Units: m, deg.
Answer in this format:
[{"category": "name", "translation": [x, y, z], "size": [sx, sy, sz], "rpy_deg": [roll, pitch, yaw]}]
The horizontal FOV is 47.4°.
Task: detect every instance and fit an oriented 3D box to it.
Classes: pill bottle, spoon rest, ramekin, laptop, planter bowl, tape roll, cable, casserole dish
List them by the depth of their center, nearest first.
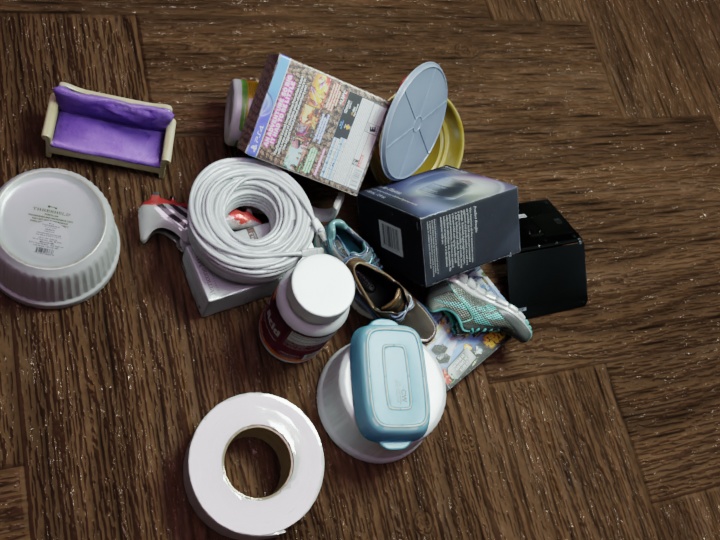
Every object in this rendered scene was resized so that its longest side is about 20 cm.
[{"category": "tape roll", "translation": [-0.155, 0.285, 1.190], "size": [0.200, 0.071, 0.205], "rpy_deg": [8, 65, -17]}, {"category": "ramekin", "translation": [-0.455, -0.054, 1.209], "size": [0.197, 0.105, 0.203], "rpy_deg": [8, 65, -17]}, {"category": "casserole dish", "translation": [0.048, 0.163, 1.223], "size": [0.119, 0.039, 0.203], "rpy_deg": [3, 68, -18]}, {"category": "pill bottle", "translation": [-0.082, 0.059, 1.239], "size": [0.113, 0.200, 0.116], "rpy_deg": [7, 65, -16]}, {"category": "cable", "translation": [-0.169, -0.078, 1.264], "size": [0.198, 0.069, 0.202], "rpy_deg": [-15, 70, -23]}, {"category": "ramekin", "translation": [0.038, 0.192, 1.284], "size": [0.198, 0.098, 0.203], "rpy_deg": [7, 66, -17]}, {"category": "spoon rest", "translation": [-0.124, -0.123, 1.377], "size": [0.197, 0.061, 0.100], "rpy_deg": [16, 54, 12]}, {"category": "pill bottle", "translation": [-0.130, -0.258, 1.411], "size": [0.197, 0.111, 0.113], "rpy_deg": [6, 66, -18]}, {"category": "planter bowl", "translation": [0.082, -0.227, 1.469], "size": [0.198, 0.083, 0.204], "rpy_deg": [-7, 105, -27]}, {"category": "laptop", "translation": [0.317, -0.025, 1.529], "size": [0.175, 0.104, 0.201], "rpy_deg": [-9, 46, -23]}]

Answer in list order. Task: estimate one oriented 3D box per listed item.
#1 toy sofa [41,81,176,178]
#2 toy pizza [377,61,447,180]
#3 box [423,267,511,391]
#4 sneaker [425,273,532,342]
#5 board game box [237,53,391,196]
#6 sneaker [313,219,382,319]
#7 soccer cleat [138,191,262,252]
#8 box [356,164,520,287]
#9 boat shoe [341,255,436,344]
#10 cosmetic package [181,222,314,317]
[{"category": "toy sofa", "translation": [-0.398, -0.220, 1.306], "size": [0.197, 0.098, 0.084], "rpy_deg": [10, 64, -16]}, {"category": "toy pizza", "translation": [0.082, -0.247, 1.356], "size": [0.031, 0.202, 0.201], "rpy_deg": [25, 57, 25]}, {"category": "box", "translation": [0.171, 0.098, 1.406], "size": [0.199, 0.040, 0.137], "rpy_deg": [-34, 81, -28]}, {"category": "sneaker", "translation": [0.192, 0.076, 1.369], "size": [0.198, 0.078, 0.092], "rpy_deg": [31, 79, -3]}, {"category": "board game box", "translation": [-0.076, -0.234, 1.320], "size": [0.198, 0.097, 0.161], "rpy_deg": [19, 97, -20]}, {"category": "sneaker", "translation": [0.000, 0.000, 1.359], "size": [0.200, 0.086, 0.077], "rpy_deg": [47, 62, 4]}, {"category": "soccer cleat", "translation": [-0.257, -0.068, 1.313], "size": [0.197, 0.069, 0.087], "rpy_deg": [8, 77, -15]}, {"category": "box", "translation": [0.128, -0.083, 1.365], "size": [0.196, 0.199, 0.125], "rpy_deg": [-18, 115, -27]}, {"category": "boat shoe", "translation": [0.047, 0.054, 1.302], "size": [0.199, 0.072, 0.073], "rpy_deg": [36, 81, -13]}, {"category": "cosmetic package", "translation": [-0.175, -0.009, 1.310], "size": [0.198, 0.074, 0.103], "rpy_deg": [-19, 74, -27]}]
